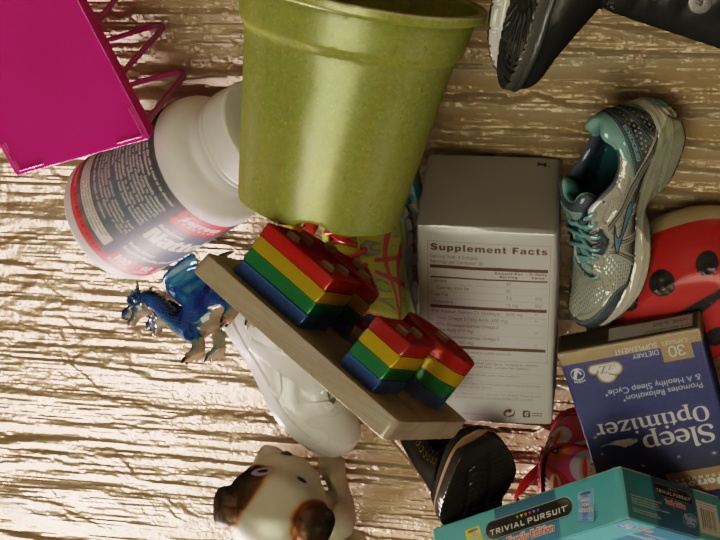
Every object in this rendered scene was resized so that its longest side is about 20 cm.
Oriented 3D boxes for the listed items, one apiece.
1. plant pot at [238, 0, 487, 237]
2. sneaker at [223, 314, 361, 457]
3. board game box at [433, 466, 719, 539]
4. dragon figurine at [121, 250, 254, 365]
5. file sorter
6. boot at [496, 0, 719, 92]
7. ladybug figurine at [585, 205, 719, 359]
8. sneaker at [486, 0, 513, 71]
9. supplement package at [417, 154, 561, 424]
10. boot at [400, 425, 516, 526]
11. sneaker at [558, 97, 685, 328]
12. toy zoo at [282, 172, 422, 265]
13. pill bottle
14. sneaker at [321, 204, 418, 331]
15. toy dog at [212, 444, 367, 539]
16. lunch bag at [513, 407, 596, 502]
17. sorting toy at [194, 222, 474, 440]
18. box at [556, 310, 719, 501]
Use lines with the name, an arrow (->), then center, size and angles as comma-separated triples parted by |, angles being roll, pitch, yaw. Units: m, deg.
plant pot -> -0.017, -0.131, 1.499 | 0.200, 0.200, 0.184 | 14, 106, 9
sneaker -> -0.036, 0.084, 1.754 | 0.116, 0.074, 0.200 | -18, 116, 41
board game box -> 0.187, 0.228, 1.650 | 0.200, 0.047, 0.151 | -24, 150, 35
dragon figurine -> -0.138, 0.016, 1.717 | 0.200, 0.059, 0.099 | -44, 66, 33
file sorter -> -0.253, -0.208, 1.603 | 0.139, 0.125, 0.200 | -13, 117, 27
boot -> 0.219, -0.192, 1.457 | 0.200, 0.066, 0.165 | 10, 123, -15
ladybug figurine -> 0.269, 0.024, 1.622 | 0.136, 0.072, 0.200 | 39, 126, -10
sneaker -> 0.143, -0.231, 1.490 | 0.080, 0.074, 0.200 | 9, 126, 10
supplement package -> 0.110, 0.016, 1.633 | 0.117, 0.117, 0.200 | 3, 124, 7
boot -> 0.071, 0.158, 1.709 | 0.077, 0.138, 0.200 | -23, 150, -15
sneaker -> 0.191, -0.046, 1.567 | 0.078, 0.086, 0.200 | 34, 120, 45
toy zoo -> -0.011, -0.069, 1.683 | 0.131, 0.020, 0.200 | 0, 123, 19
pill bottle -> -0.149, -0.081, 1.647 | 0.200, 0.120, 0.120 | -28, 111, 39
sneaker -> 0.000, 0.000, 1.650 | 0.078, 0.090, 0.200 | 2, 125, 35
toy dog -> -0.081, 0.250, 1.808 | 0.139, 0.194, 0.200 | 20, 147, 15
lunch bag -> 0.228, 0.225, 1.764 | 0.176, 0.082, 0.200 | 6, 122, 12
sorting toy -> -0.005, 0.043, 1.517 | 0.200, 0.199, 0.070 | 40, 98, 16
box -> 0.251, 0.133, 1.630 | 0.121, 0.032, 0.200 | -12, 121, 16
